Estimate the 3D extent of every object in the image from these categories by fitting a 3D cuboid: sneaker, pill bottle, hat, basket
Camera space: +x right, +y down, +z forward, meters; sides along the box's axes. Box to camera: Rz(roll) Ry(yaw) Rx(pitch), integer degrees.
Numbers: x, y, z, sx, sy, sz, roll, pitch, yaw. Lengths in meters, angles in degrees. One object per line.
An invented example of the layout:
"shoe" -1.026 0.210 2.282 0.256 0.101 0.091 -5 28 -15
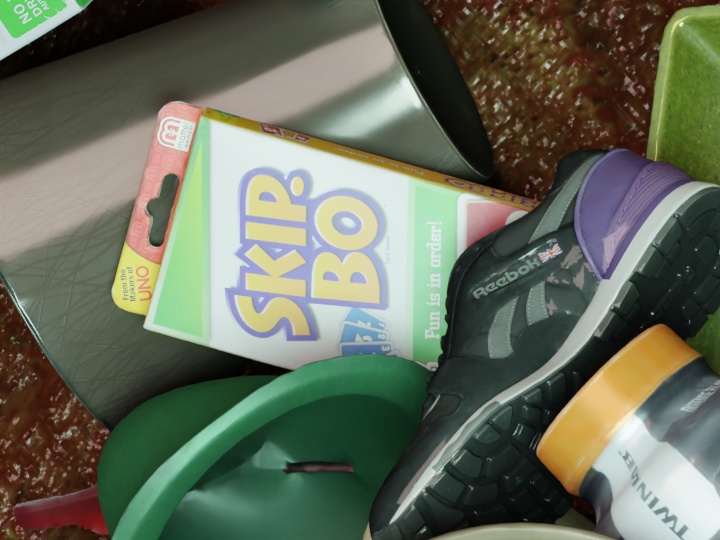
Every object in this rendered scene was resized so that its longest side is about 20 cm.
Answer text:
"sneaker" 0.062 0.035 1.183 0.087 0.076 0.200 29 68 41
"pill bottle" 0.158 0.111 1.100 0.200 0.106 0.106 44 97 13
"hat" -0.082 0.065 1.275 0.200 0.166 0.176 -44 51 3
"basket" -0.055 -0.047 1.317 0.200 0.136 0.181 -28 92 13

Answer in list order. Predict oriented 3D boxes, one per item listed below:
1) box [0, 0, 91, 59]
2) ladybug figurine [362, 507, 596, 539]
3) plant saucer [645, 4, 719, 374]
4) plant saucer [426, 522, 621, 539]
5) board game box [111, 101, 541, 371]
"box" -0.197 -0.142 1.404 0.176 0.200 0.097 -28 103 20
"ladybug figurine" 0.066 0.166 1.173 0.200 0.135 0.072 61 143 40
"plant saucer" 0.209 -0.010 1.191 0.199 0.048 0.201 -1 70 32
"plant saucer" 0.067 0.186 1.075 0.200 0.029 0.201 3 101 17
"board game box" 0.000 0.000 1.247 0.200 0.030 0.096 16 102 2
